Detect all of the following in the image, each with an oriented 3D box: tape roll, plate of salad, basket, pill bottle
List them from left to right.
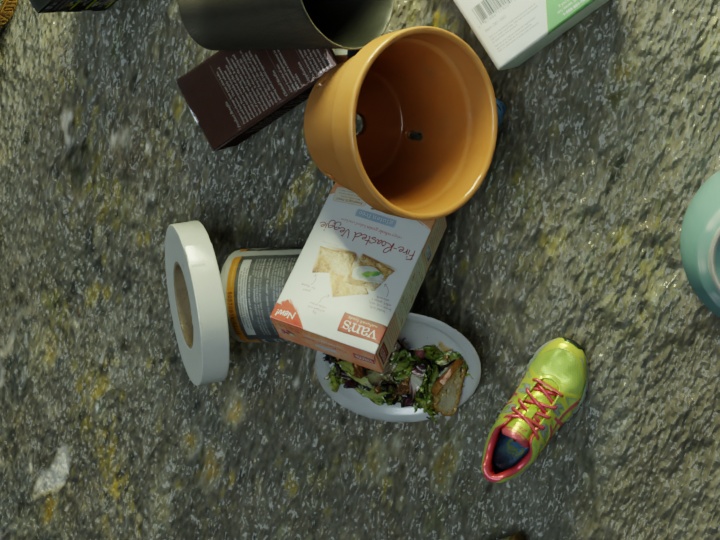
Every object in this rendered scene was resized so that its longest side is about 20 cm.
[{"bbox_3d":[-0.202,0.039,1.690,0.037,0.203,0.205,-9,99,-17],"label":"tape roll"},{"bbox_3d":[-0.092,-0.307,1.522,0.198,0.180,0.138,2,94,36],"label":"basket"},{"bbox_3d":[-0.063,0.028,1.665,0.198,0.116,0.118,-1,100,21],"label":"pill bottle"},{"bbox_3d":[0.044,0.124,1.629,0.198,0.048,0.201,3,136,3],"label":"plate of salad"}]

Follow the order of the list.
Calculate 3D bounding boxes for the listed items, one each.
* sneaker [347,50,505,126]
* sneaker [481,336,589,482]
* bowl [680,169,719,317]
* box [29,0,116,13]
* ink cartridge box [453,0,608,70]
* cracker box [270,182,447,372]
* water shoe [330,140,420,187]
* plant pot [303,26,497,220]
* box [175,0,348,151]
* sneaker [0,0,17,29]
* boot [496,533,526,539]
[{"bbox_3d":[0.077,-0.216,1.597,0.199,0.078,0.066,33,140,16],"label":"sneaker"},{"bbox_3d":[0.202,0.171,1.603,0.078,0.090,0.201,30,108,15],"label":"sneaker"},{"bbox_3d":[0.434,-0.019,1.469,0.199,0.105,0.203,5,102,21],"label":"bowl"},{"bbox_3d":[-0.291,-0.385,1.653,0.199,0.160,0.044,-34,89,24],"label":"box"},{"bbox_3d":[0.165,-0.347,1.522,0.145,0.084,0.201,-33,87,23],"label":"ink cartridge box"},{"bbox_3d":[0.000,0.000,1.563,0.133,0.058,0.201,17,68,18],"label":"cracker box"},{"bbox_3d":[0.048,-0.120,1.614,0.198,0.079,0.072,-8,97,22],"label":"water shoe"},{"bbox_3d":[0.031,-0.160,1.493,0.139,0.199,0.202,9,106,54],"label":"plant pot"},{"bbox_3d":[-0.113,-0.237,1.660,0.199,0.075,0.101,-29,89,22],"label":"box"},{"bbox_3d":[-0.508,-0.332,1.794,0.087,0.076,0.202,28,108,14],"label":"sneaker"},{"bbox_3d":[0.156,0.434,1.680,0.154,0.073,0.202,-18,91,23],"label":"boot"}]
